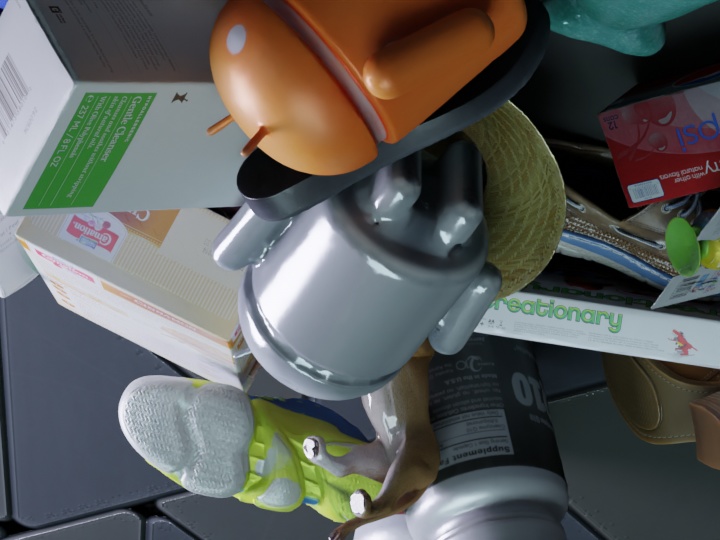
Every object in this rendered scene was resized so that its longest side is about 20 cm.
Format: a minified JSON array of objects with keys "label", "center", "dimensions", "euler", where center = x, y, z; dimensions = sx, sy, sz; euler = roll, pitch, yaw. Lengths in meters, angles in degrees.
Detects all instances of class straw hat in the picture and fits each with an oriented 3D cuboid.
[{"label":"straw hat","center":[0.036,-0.071,1.312],"dimensions":[0.201,0.085,0.201],"euler":[9,129,11]}]

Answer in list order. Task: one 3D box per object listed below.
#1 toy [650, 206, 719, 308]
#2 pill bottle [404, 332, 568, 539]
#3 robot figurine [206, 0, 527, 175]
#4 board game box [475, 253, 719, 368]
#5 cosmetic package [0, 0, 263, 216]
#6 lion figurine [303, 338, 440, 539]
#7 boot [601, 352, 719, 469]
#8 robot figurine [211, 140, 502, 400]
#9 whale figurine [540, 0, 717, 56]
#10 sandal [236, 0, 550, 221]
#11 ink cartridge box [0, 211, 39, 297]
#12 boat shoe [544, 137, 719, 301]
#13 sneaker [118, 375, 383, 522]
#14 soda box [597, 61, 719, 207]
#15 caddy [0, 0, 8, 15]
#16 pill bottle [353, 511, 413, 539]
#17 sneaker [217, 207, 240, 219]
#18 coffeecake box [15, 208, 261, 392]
[{"label":"toy","center":[0.268,-0.042,1.271],"dimensions":[0.200,0.047,0.115],"euler":[-17,153,-26]},{"label":"pill bottle","center":[0.080,0.129,1.462],"dimensions":[0.114,0.200,0.114],"euler":[-8,149,-5]},{"label":"robot figurine","center":[0.005,-0.129,1.094],"dimensions":[0.144,0.200,0.117],"euler":[47,174,26]},{"label":"board game box","center":[0.176,0.024,1.379],"dimensions":[0.200,0.126,0.035],"euler":[8,104,7]},{"label":"cosmetic package","center":[-0.113,-0.097,1.188],"dimensions":[0.200,0.085,0.108],"euler":[-4,140,-40]},{"label":"lion figurine","center":[0.025,0.083,1.393],"dimensions":[0.072,0.200,0.122],"euler":[6,-179,42]},{"label":"boot","center":[0.267,0.067,1.439],"dimensions":[0.155,0.200,0.077],"euler":[-15,108,-20]},{"label":"robot figurine","center":[0.000,0.000,1.248],"dimensions":[0.170,0.113,0.200],"euler":[24,131,-16]},{"label":"whale figurine","center":[0.151,-0.169,1.129],"dimensions":[0.159,0.104,0.200],"euler":[16,149,-5]},{"label":"sandal","center":[0.018,-0.096,1.166],"dimensions":[0.200,0.076,0.043],"euler":[-33,124,-2]},{"label":"ink cartridge box","center":[-0.304,-0.087,1.405],"dimensions":[0.161,0.050,0.200],"euler":[21,140,34]},{"label":"boat shoe","center":[0.188,-0.036,1.329],"dimensions":[0.200,0.072,0.072],"euler":[11,144,4]},{"label":"sneaker","center":[-0.072,0.118,1.448],"dimensions":[0.200,0.076,0.105],"euler":[23,-174,-9]},{"label":"soda box","center":[0.244,-0.094,1.215],"dimensions":[0.200,0.070,0.063],"euler":[-13,103,33]},{"label":"caddy","center":[-0.213,-0.167,1.258],"dimensions":[0.200,0.105,0.141],"euler":[17,121,-6]},{"label":"pill bottle","center":[0.056,0.180,1.561],"dimensions":[0.112,0.200,0.112],"euler":[9,145,6]},{"label":"sneaker","center":[-0.067,-0.041,1.405],"dimensions":[0.200,0.075,0.090],"euler":[29,137,-19]},{"label":"coffeecake box","center":[-0.133,0.004,1.405],"dimensions":[0.153,0.073,0.200],"euler":[26,168,6]}]
